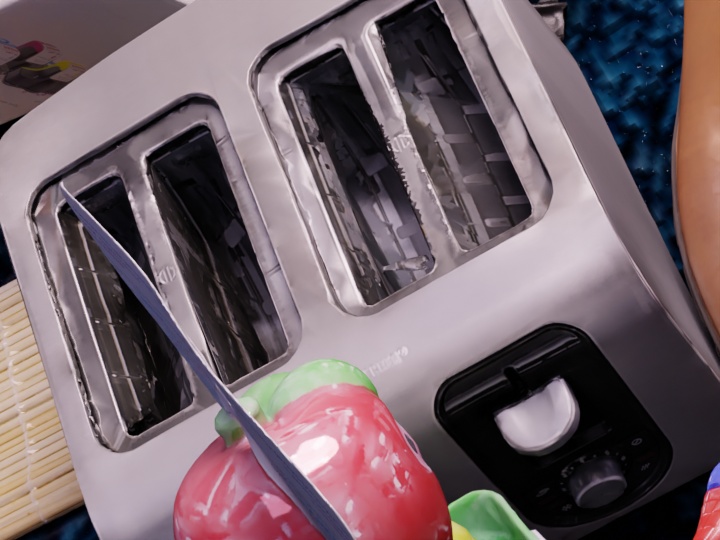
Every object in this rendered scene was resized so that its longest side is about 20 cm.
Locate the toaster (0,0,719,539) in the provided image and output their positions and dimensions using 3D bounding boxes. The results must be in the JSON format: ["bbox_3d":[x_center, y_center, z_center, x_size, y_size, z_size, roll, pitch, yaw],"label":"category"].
[{"bbox_3d":[0.000,0.000,0.733,0.180,0.119,0.200,-28,57,10],"label":"toaster"}]

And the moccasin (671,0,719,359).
[{"bbox_3d":[0.140,-0.047,0.702,0.078,0.073,0.202,-21,58,51],"label":"moccasin"}]

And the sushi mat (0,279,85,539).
[{"bbox_3d":[-0.155,0.064,0.841,0.199,0.012,0.096,-27,56,12],"label":"sushi mat"}]

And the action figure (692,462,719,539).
[{"bbox_3d":[0.150,0.043,0.609,0.065,0.099,0.200,-27,21,45],"label":"action figure"}]

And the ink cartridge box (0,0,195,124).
[{"bbox_3d":[-0.107,-0.126,0.804,0.200,0.068,0.116,-19,65,37],"label":"ink cartridge box"}]

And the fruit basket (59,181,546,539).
[{"bbox_3d":[0.013,0.078,0.558,0.094,0.200,0.185,-33,31,-9],"label":"fruit basket"}]
